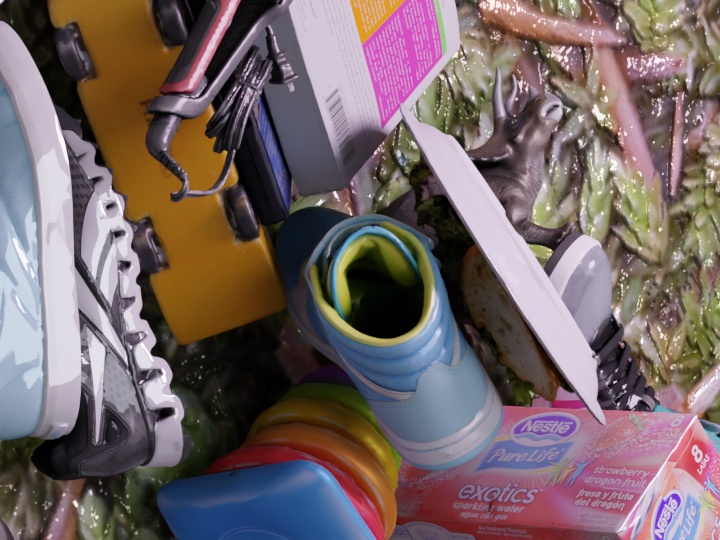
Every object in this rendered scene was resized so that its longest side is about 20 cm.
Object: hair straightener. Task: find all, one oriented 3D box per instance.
[{"bbox_3d":[-0.049,-0.109,1.445,0.077,0.041,0.201,48,51,-38],"label":"hair straightener"}]

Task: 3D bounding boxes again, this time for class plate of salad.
[{"bbox_3d":[0.067,0.002,1.544,0.048,0.200,0.200,-33,122,5],"label":"plate of salad"}]

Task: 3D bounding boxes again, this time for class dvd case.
[{"bbox_3d":[-0.074,-0.136,1.525,0.143,0.017,0.201,-89,161,-71],"label":"dvd case"}]

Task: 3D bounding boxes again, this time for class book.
[{"bbox_3d":[-0.003,-0.142,1.597,0.200,0.048,0.134,-51,128,-57],"label":"book"}]

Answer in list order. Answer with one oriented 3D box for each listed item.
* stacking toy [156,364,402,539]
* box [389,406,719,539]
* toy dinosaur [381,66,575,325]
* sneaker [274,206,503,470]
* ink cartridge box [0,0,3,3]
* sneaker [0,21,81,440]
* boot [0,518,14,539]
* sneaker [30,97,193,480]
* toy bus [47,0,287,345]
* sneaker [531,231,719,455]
[{"bbox_3d":[-0.015,0.093,1.600,0.110,0.116,0.200,58,37,-28],"label":"stacking toy"},{"bbox_3d":[0.110,0.142,1.642,0.095,0.199,0.103,-51,122,-32],"label":"box"},{"bbox_3d":[0.054,-0.018,1.683,0.200,0.102,0.077,-39,157,-27],"label":"toy dinosaur"},{"bbox_3d":[0.000,0.000,1.530,0.079,0.200,0.131,-34,136,-8],"label":"sneaker"},{"bbox_3d":[-0.225,-0.222,1.381,0.146,0.084,0.201,-50,123,-35],"label":"ink cartridge box"},{"bbox_3d":[-0.183,-0.018,1.386,0.082,0.074,0.201,-5,83,-28],"label":"sneaker"},{"bbox_3d":[-0.237,0.155,1.343,0.200,0.067,0.131,-55,145,-30],"label":"boot"},{"bbox_3d":[-0.153,0.014,1.462,0.090,0.066,0.201,-20,95,-29],"label":"sneaker"},{"bbox_3d":[-0.098,-0.065,1.508,0.078,0.065,0.201,-98,169,-71],"label":"toy bus"},{"bbox_3d":[0.156,0.079,1.699,0.084,0.120,0.201,-44,145,-40],"label":"sneaker"}]
